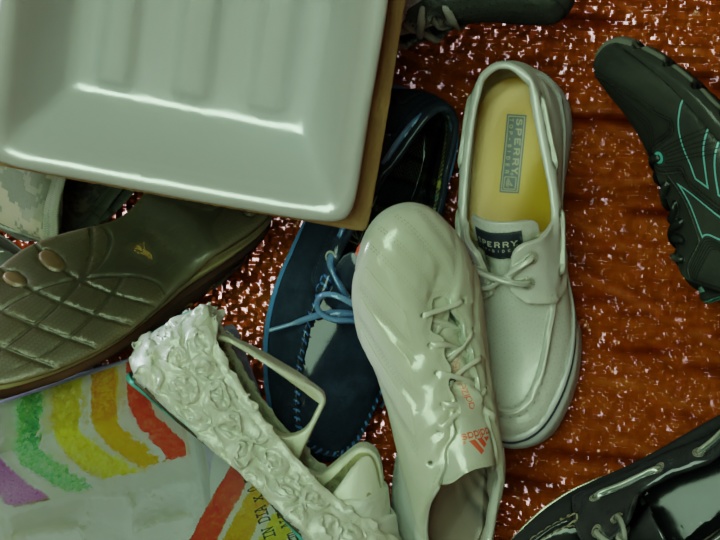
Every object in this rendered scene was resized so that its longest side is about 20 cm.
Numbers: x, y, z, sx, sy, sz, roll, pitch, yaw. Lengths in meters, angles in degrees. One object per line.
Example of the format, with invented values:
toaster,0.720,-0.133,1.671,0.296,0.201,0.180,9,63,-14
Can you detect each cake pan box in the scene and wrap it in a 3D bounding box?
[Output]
cake pan box,-0.119,0.149,1.357,0.184,0.052,0.200,-17,85,-9

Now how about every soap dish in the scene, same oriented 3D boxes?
soap dish,-0.081,-0.114,1.286,0.200,0.081,0.157,10,113,3

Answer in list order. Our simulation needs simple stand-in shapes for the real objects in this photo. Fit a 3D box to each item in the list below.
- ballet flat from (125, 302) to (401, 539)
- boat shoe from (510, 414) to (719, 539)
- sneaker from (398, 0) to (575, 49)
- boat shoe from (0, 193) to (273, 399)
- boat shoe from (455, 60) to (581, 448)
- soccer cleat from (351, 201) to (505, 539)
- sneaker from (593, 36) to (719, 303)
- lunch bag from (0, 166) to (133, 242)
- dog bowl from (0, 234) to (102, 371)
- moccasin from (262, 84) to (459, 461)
ballet flat,-0.031,0.094,1.315,0.200,0.072,0.072,45,97,-3
boat shoe,0.138,0.125,1.309,0.200,0.063,0.073,-32,74,3
sneaker,0.007,-0.116,1.361,0.200,0.075,0.116,9,74,22
boat shoe,-0.126,0.013,1.369,0.200,0.068,0.072,-34,65,-24
boat shoe,0.076,-0.010,1.351,0.071,0.070,0.200,2,84,17
soccer cleat,0.041,0.063,1.311,0.069,0.078,0.200,-14,114,-17
sneaker,0.178,-0.034,1.322,0.079,0.075,0.200,-45,73,10
lunch bag,-0.184,-0.120,1.420,0.164,0.118,0.200,24,86,17
dog bowl,-0.229,0.073,1.440,0.200,0.059,0.200,-2,83,16
moccasin,0.000,0.000,1.359,0.068,0.080,0.200,6,85,57
